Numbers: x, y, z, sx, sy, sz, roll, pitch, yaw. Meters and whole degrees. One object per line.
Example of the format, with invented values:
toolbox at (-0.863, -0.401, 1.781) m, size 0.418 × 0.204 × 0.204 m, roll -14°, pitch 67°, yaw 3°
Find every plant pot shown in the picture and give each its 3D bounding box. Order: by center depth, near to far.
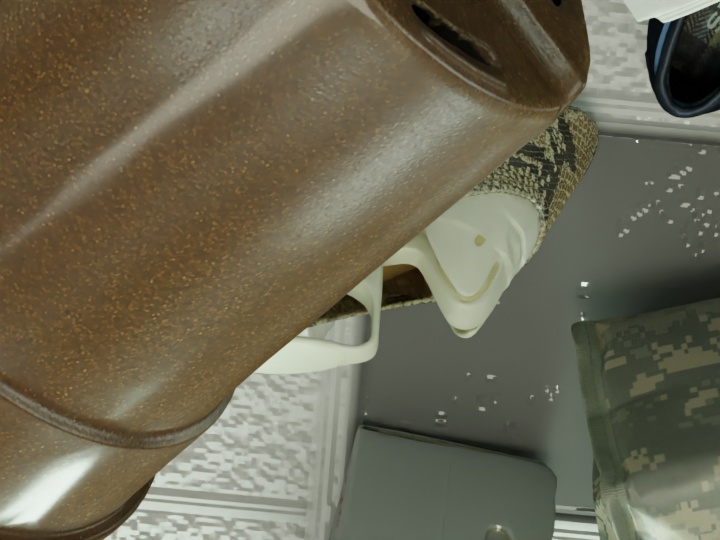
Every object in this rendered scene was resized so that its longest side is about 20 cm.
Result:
plant pot at (-0.058, -0.053, 0.757) m, size 0.198 × 0.200 × 0.200 m, roll -34°, pitch 115°, yaw 26°

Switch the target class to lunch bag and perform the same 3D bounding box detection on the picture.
lunch bag at (0.175, 0.108, 1.043) m, size 0.164 × 0.118 × 0.200 m, roll -11°, pitch 128°, yaw 4°

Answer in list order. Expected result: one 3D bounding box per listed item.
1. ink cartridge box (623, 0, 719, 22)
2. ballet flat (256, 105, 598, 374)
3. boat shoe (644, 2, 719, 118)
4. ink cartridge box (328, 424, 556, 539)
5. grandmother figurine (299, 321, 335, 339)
ink cartridge box at (0.093, -0.190, 0.739) m, size 0.200 × 0.147 × 0.083 m, roll 58°, pitch 154°, yaw -9°
ballet flat at (0.000, 0.000, 0.973) m, size 0.200 × 0.075 × 0.068 m, roll -15°, pitch 138°, yaw -11°
boat shoe at (0.158, -0.129, 0.909) m, size 0.084 × 0.069 × 0.200 m, roll 23°, pitch 120°, yaw 4°
ink cartridge box at (0.014, 0.184, 1.086) m, size 0.087 × 0.145 × 0.200 m, roll 13°, pitch 124°, yaw -3°
grandmother figurine at (-0.106, -0.004, 1.021) m, size 0.200 × 0.061 × 0.121 m, roll 11°, pitch 115°, yaw -5°
